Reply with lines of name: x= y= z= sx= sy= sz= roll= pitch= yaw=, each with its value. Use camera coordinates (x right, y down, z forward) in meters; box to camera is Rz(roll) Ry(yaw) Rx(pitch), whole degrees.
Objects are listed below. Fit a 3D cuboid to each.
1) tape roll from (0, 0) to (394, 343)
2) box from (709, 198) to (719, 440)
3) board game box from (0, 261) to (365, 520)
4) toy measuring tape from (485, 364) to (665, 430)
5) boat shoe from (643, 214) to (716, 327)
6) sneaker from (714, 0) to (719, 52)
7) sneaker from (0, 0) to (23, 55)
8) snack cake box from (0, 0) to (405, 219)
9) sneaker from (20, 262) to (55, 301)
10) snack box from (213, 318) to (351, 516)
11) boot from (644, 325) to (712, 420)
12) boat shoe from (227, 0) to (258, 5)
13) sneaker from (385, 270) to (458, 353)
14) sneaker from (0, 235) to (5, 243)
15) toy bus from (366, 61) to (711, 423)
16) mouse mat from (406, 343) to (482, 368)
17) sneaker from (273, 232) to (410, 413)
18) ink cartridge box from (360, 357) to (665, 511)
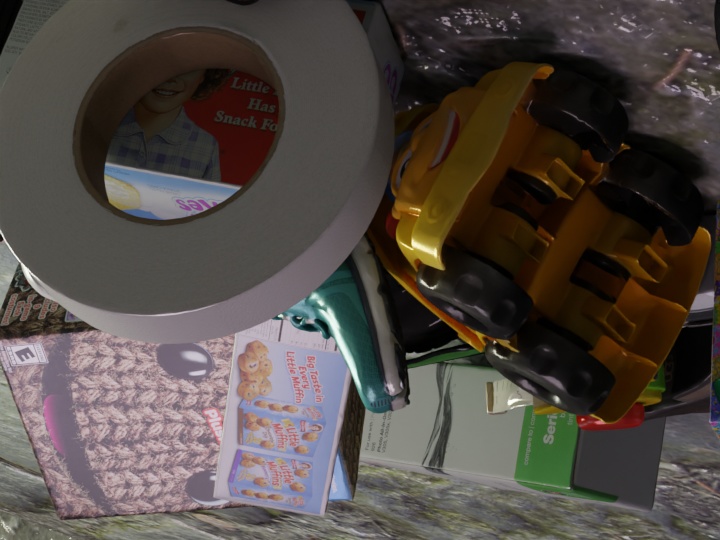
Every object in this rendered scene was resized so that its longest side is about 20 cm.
tape roll: x=-0.083 y=-0.064 z=0.893 sx=0.201 sy=0.204 sz=0.037 roll=11 pitch=158 yaw=20
box: x=0.296 y=0.051 z=0.946 sx=0.199 sy=0.123 sz=0.193 roll=-4 pitch=155 yaw=23
board game box: x=-0.109 y=0.064 z=1.178 sx=0.198 sy=0.097 sz=0.160 roll=-6 pitch=126 yaw=11
toy measuring tape: x=0.141 y=0.070 z=1.165 sx=0.073 sy=0.074 sz=0.200 roll=21 pitch=165 yaw=-11
boat shoe: x=0.153 y=0.007 z=1.091 sx=0.199 sy=0.069 sz=0.057 roll=-1 pitch=154 yaw=40
sneaker: x=0.230 y=-0.080 z=0.772 sx=0.199 sy=0.071 sz=0.099 roll=34 pitch=158 yaw=-25
sneaker: x=-0.263 y=-0.143 z=1.051 sx=0.199 sy=0.074 sz=0.089 roll=24 pitch=168 yaw=3
snack cake box: x=-0.089 y=-0.088 z=0.965 sx=0.199 sy=0.116 sz=0.067 roll=11 pitch=158 yaw=20
sneaker: x=-0.120 y=-0.031 z=1.079 sx=0.115 sy=0.199 sz=0.074 roll=-10 pitch=104 yaw=60
snack box: x=-0.041 y=0.063 z=1.093 sx=0.071 sy=0.024 sz=0.201 roll=9 pitch=127 yaw=-2
boot: x=0.254 y=0.081 z=1.199 sx=0.173 sy=0.070 sz=0.200 roll=15 pitch=165 yaw=-23
boat shoe: x=-0.133 y=-0.163 z=0.854 sx=0.199 sy=0.074 sz=0.074 roll=23 pitch=161 yaw=-16
sneaker: x=0.000 y=0.000 z=1.212 sx=0.199 sy=0.076 sz=0.091 roll=-1 pitch=144 yaw=35
sneaker: x=-0.241 y=-0.039 z=1.312 sx=0.199 sy=0.074 sz=0.087 roll=29 pitch=160 yaw=-30
toy bus: x=0.064 y=-0.030 z=1.001 sx=0.191 sy=0.136 sz=0.200 roll=22 pitch=168 yaw=44
mouse mat: x=0.084 y=0.051 z=1.246 sx=0.160 sy=0.008 sz=0.200 roll=-9 pitch=176 yaw=-29
sneaker: x=-0.035 y=0.000 z=0.986 sx=0.200 sy=0.079 sz=0.078 roll=56 pitch=170 yaw=28
ink cartridge box: x=0.106 y=0.120 z=1.385 sx=0.199 sy=0.085 sz=0.146 roll=5 pitch=172 yaw=33
